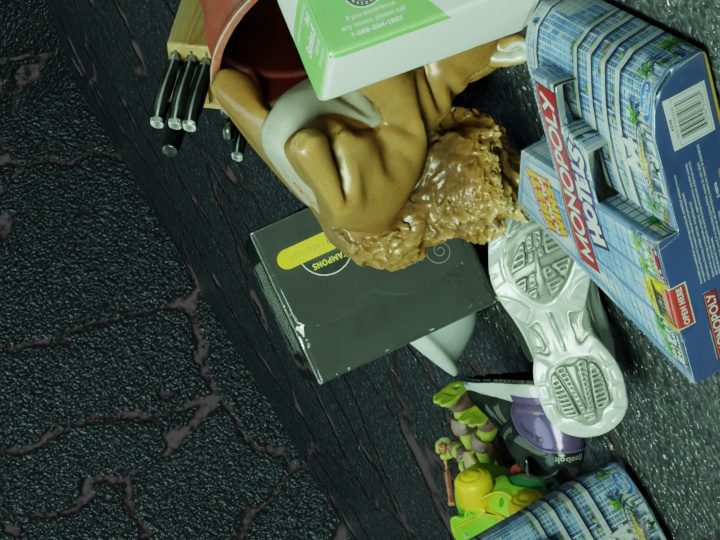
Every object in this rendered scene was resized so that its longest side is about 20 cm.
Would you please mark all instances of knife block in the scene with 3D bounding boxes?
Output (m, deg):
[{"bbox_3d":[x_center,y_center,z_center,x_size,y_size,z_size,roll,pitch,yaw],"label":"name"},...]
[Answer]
[{"bbox_3d":[-0.124,-0.173,1.325,0.200,0.175,0.064,43,149,33],"label":"knife block"}]

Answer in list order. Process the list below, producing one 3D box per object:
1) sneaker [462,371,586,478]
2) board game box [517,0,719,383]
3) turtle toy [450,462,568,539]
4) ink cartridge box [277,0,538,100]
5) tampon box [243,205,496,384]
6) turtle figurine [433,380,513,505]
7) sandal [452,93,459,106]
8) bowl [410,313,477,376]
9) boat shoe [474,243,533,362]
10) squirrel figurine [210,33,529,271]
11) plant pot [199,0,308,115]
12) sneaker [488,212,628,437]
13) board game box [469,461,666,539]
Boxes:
[{"bbox_3d":[0.138,0.133,1.429,0.200,0.075,0.088,174,93,-78],"label":"sneaker"},{"bbox_3d":[0.152,-0.063,1.018,0.200,0.061,0.201,43,157,57],"label":"board game box"},{"bbox_3d":[0.152,0.241,1.578,0.200,0.101,0.146,19,130,51],"label":"turtle toy"},{"bbox_3d":[0.006,-0.227,1.020,0.084,0.145,0.201,109,139,-75],"label":"ink cartridge box"},{"bbox_3d":[0.000,0.000,1.310,0.200,0.149,0.127,163,82,-83],"label":"tampon box"},{"bbox_3d":[0.129,0.205,1.732,0.200,0.064,0.162,-124,19,-57],"label":"turtle figurine"},{"bbox_3d":[0.051,-0.113,1.328,0.057,0.080,0.201,38,172,-6],"label":"sandal"},{"bbox_3d":[0.039,-0.002,1.516,0.201,0.090,0.201,42,177,3],"label":"bowl"},{"bbox_3d":[0.108,-0.009,1.344,0.202,0.063,0.074,66,166,-21],"label":"boat shoe"},{"bbox_3d":[0.035,-0.105,1.140,0.200,0.186,0.141,54,170,-31],"label":"squirrel figurine"},{"bbox_3d":[-0.045,-0.238,1.214,0.201,0.200,0.196,83,165,-60],"label":"plant pot"},{"bbox_3d":[0.142,0.018,1.225,0.099,0.077,0.201,-65,-38,-75],"label":"sneaker"},{"bbox_3d":[0.173,0.288,1.343,0.201,0.199,0.062,61,169,4],"label":"board game box"}]
